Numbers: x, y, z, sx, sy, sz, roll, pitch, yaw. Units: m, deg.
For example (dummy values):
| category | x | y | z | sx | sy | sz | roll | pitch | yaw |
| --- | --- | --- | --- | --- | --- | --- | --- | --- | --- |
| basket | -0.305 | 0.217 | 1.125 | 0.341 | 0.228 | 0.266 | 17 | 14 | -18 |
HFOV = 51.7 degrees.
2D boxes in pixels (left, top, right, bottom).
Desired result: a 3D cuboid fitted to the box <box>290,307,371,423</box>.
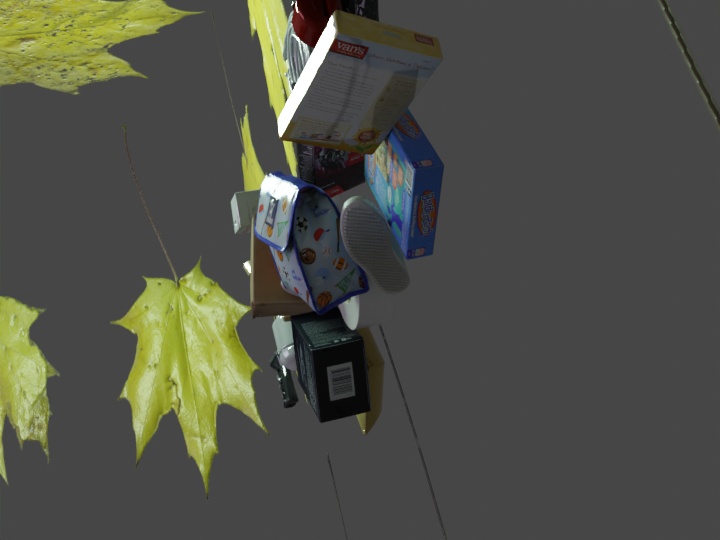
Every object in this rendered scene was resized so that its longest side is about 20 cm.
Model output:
| category | x | y | z | sx | sy | sz | roll | pitch | yaw |
| --- | --- | --- | --- | --- | --- | --- | --- | --- | --- |
| box | -0.060 | 0.174 | 1.422 | 0.200 | 0.102 | 0.151 | -135 | 37 | -67 |

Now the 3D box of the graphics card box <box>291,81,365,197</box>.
| category | x | y | z | sx | sy | sz | roll | pitch | yaw |
| --- | --- | --- | --- | --- | --- | --- | --- | --- | --- |
| graphics card box | -0.051 | -0.226 | 1.250 | 0.050 | 0.125 | 0.203 | 22 | 126 | 38 |

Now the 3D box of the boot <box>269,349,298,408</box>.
| category | x | y | z | sx | sy | sz | roll | pitch | yaw |
| --- | --- | --- | --- | --- | --- | --- | --- | --- | --- |
| boot | -0.283 | 0.416 | 2.776 | 0.165 | 0.065 | 0.203 | 106 | 147 | -64 |

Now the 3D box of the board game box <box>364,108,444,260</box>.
| category | x | y | z | sx | sy | sz | roll | pitch | yaw |
| --- | --- | --- | --- | --- | --- | --- | --- | --- | --- |
| board game box | 0.056 | -0.140 | 1.052 | 0.154 | 0.044 | 0.202 | 93 | 161 | -44 |

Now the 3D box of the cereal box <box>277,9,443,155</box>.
| category | x | y | z | sx | sy | sz | roll | pitch | yaw |
| --- | --- | --- | --- | --- | --- | --- | --- | --- | --- |
| cereal box | -0.006 | -0.226 | 0.934 | 0.200 | 0.141 | 0.040 | -48 | 44 | 50 |

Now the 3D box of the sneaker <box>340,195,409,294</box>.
| category | x | y | z | sx | sy | sz | roll | pitch | yaw |
| --- | --- | --- | --- | --- | --- | --- | --- | --- | --- |
| sneaker | 0.015 | -0.050 | 1.128 | 0.201 | 0.073 | 0.083 | 63 | -174 | -45 |

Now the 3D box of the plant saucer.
| category | x | y | z | sx | sy | sz | roll | pitch | yaw |
| --- | --- | --- | --- | --- | --- | --- | --- | --- | --- |
| plant saucer | 0.003 | 0.188 | 1.491 | 0.201 | 0.048 | 0.203 | -116 | 21 | -47 |

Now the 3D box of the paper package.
| category | x | y | z | sx | sy | sz | roll | pitch | yaw |
| --- | --- | --- | --- | --- | --- | --- | --- | --- | --- |
| paper package | -0.137 | -0.011 | 1.562 | 0.104 | 0.187 | 0.204 | 108 | 159 | -69 |

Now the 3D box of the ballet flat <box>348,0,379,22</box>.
| category | x | y | z | sx | sy | sz | roll | pitch | yaw |
| --- | --- | --- | --- | --- | --- | --- | --- | --- | --- |
| ballet flat | 0.015 | -0.381 | 1.064 | 0.067 | 0.056 | 0.204 | -132 | 41 | -62 |

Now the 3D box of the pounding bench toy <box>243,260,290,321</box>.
| category | x | y | z | sx | sy | sz | roll | pitch | yaw |
| --- | --- | --- | --- | --- | --- | --- | --- | --- | --- |
| pounding bench toy | -0.179 | 0.036 | 1.796 | 0.125 | 0.196 | 0.158 | -121 | 26 | -54 |

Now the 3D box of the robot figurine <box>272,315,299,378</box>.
| category | x | y | z | sx | sy | sz | roll | pitch | yaw |
| --- | --- | --- | --- | --- | --- | --- | --- | --- | --- |
| robot figurine | -0.185 | 0.198 | 2.109 | 0.171 | 0.111 | 0.203 | 112 | 146 | -53 |

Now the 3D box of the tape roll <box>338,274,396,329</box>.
| category | x | y | z | sx | sy | sz | roll | pitch | yaw |
| --- | --- | --- | --- | --- | --- | --- | --- | --- | --- |
| tape roll | 0.000 | 0.000 | 1.323 | 0.202 | 0.069 | 0.207 | 169 | 90 | -76 |

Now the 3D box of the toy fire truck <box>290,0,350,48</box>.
| category | x | y | z | sx | sy | sz | roll | pitch | yaw |
| --- | --- | --- | --- | --- | --- | --- | --- | --- | --- |
| toy fire truck | -0.090 | -0.431 | 1.114 | 0.129 | 0.196 | 0.179 | 143 | 115 | -75 |

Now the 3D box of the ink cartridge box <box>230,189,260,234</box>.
| category | x | y | z | sx | sy | sz | roll | pitch | yaw |
| --- | --- | --- | --- | --- | --- | --- | --- | --- | --- |
| ink cartridge box | -0.201 | -0.147 | 1.755 | 0.146 | 0.196 | 0.086 | 165 | 95 | -75 |

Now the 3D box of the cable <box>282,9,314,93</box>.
| category | x | y | z | sx | sy | sz | roll | pitch | yaw |
| --- | --- | --- | --- | --- | --- | --- | --- | --- | --- |
| cable | -0.093 | -0.396 | 1.423 | 0.201 | 0.068 | 0.203 | 108 | 148 | -61 |

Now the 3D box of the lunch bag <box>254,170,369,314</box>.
| category | x | y | z | sx | sy | sz | roll | pitch | yaw |
| --- | --- | --- | --- | --- | --- | --- | --- | --- | --- |
| lunch bag | -0.090 | -0.054 | 1.188 | 0.170 | 0.122 | 0.203 | 29 | 141 | 60 |

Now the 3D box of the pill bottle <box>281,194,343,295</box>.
| category | x | y | z | sx | sy | sz | roll | pitch | yaw |
| --- | --- | --- | --- | --- | --- | --- | --- | --- | --- |
| pill bottle | -0.088 | -0.055 | 1.469 | 0.112 | 0.110 | 0.204 | 121 | 159 | -69 |
